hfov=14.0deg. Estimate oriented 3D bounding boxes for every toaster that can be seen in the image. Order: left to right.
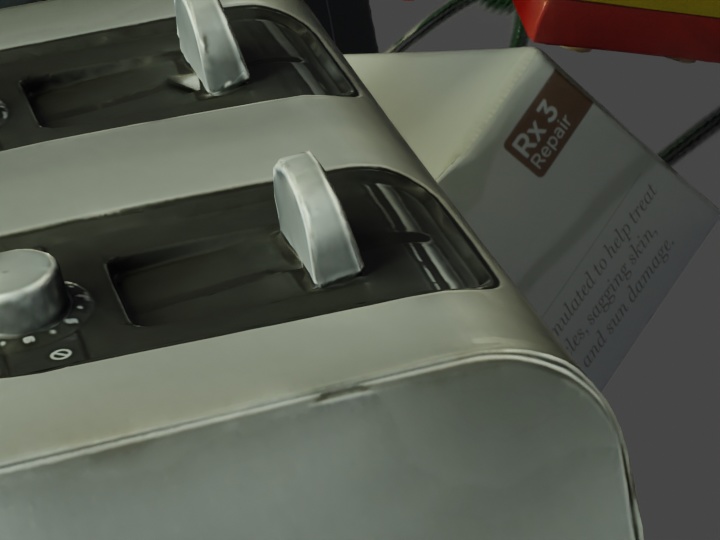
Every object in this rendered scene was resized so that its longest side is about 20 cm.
[{"bbox_3d":[-0.026,0.061,0.526,0.119,0.200,0.181,-16,27,-8],"label":"toaster"}]

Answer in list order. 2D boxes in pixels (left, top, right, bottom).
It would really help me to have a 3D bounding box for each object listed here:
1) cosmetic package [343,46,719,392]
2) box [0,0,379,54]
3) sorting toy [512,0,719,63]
[{"bbox_3d":[0.000,0.000,0.781,0.102,0.074,0.200,-54,22,-10],"label":"cosmetic package"},{"bbox_3d":[-0.099,-0.059,0.883,0.107,0.149,0.200,28,57,31],"label":"box"},{"bbox_3d":[0.033,-0.114,0.756,0.200,0.199,0.070,-102,28,-68],"label":"sorting toy"}]
